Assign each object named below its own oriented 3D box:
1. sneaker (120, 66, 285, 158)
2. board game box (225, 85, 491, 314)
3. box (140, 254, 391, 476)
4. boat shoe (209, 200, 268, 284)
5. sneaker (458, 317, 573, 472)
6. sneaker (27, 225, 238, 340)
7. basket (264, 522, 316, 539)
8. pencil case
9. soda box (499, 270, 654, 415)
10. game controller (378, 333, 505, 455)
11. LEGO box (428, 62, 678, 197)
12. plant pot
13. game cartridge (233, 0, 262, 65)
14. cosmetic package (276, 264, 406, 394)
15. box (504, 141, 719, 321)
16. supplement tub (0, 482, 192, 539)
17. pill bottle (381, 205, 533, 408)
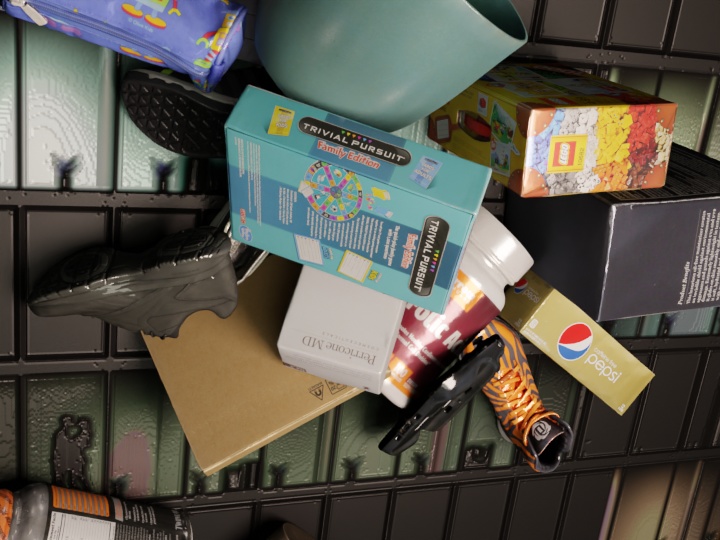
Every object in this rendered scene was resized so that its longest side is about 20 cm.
[{"bbox_3d":[-0.112,-0.145,0.818,0.197,0.083,0.072,15,136,2],"label":"sneaker"},{"bbox_3d":[-0.008,-0.052,0.741,0.198,0.047,0.152,20,149,6],"label":"board game box"},{"bbox_3d":[-0.093,0.075,0.877,0.198,0.165,0.021,-27,159,-7],"label":"box"},{"bbox_3d":[-0.080,-0.074,0.862,0.070,0.064,0.201,26,100,-27],"label":"boat shoe"},{"bbox_3d":[0.183,0.142,1.021,0.077,0.112,0.201,-35,119,-4],"label":"sneaker"},{"bbox_3d":[-0.203,0.025,0.827,0.197,0.076,0.092,-9,121,10],"label":"sneaker"},{"bbox_3d":[-0.109,0.392,1.003,0.200,0.136,0.180,-47,120,-2],"label":"basket"},{"bbox_3d":[-0.191,-0.210,0.731,0.198,0.088,0.078,21,145,-10],"label":"pencil case"},{"bbox_3d":[0.246,0.083,1.046,0.199,0.068,0.064,37,94,-29],"label":"soda box"},{"bbox_3d":[0.081,0.133,0.950,0.103,0.042,0.201,-23,160,-29],"label":"game controller"},{"bbox_3d":[0.170,-0.138,0.855,0.147,0.200,0.078,-5,114,-19],"label":"LEGO box"},{"bbox_3d":[0.010,-0.204,0.739,0.200,0.202,0.161,34,119,-28],"label":"plant pot"},{"bbox_3d":[-0.067,-0.247,0.817,0.197,0.038,0.131,9,103,-24],"label":"game cartridge"},{"bbox_3d":[0.000,0.000,0.849,0.100,0.074,0.202,14,69,6],"label":"cosmetic package"},{"bbox_3d":[0.277,-0.049,0.931,0.196,0.200,0.125,-5,113,-18],"label":"box"},{"bbox_3d":[-0.275,0.280,0.897,0.198,0.123,0.124,19,103,-25],"label":"supplement tub"},{"bbox_3d":[0.075,0.031,0.934,0.200,0.114,0.114,-47,119,2],"label":"pill bottle"}]
